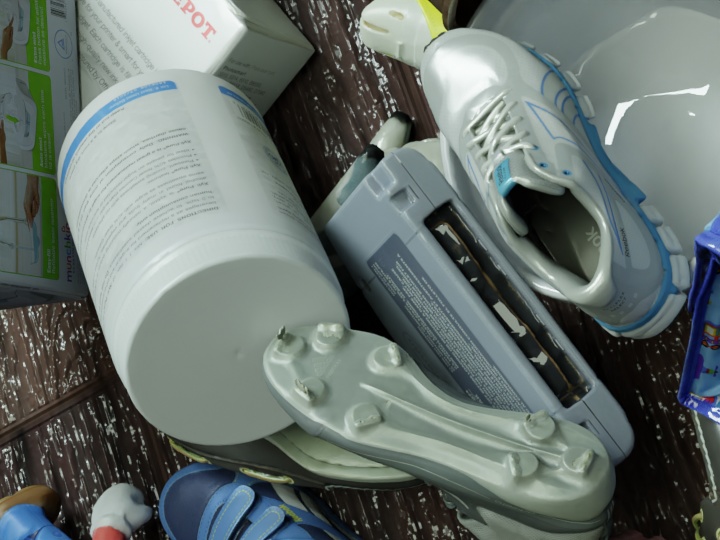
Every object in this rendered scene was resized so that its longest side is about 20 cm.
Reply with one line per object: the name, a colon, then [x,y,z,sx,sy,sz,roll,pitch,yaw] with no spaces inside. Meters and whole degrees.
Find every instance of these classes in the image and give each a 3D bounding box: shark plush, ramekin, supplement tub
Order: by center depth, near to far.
ramekin: [0.152,-0.075,1.310,0.199,0.105,0.202,-5,80,31]
supplement tub: [-0.091,-0.012,1.368,0.132,0.132,0.200,-47,35,17]
shark plush: [0.000,0.000,1.418,0.083,0.091,0.200,38,100,-2]

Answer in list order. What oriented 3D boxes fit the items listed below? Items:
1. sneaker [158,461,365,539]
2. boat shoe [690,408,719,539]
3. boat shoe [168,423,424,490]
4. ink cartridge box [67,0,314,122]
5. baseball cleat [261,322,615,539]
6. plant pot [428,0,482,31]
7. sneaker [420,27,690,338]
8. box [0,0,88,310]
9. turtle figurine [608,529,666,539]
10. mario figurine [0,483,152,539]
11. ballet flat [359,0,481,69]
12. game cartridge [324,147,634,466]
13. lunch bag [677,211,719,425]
sneaker: [-0.049,0.164,1.413,0.199,0.082,0.074,26,98,34]
boat shoe: [0.205,0.147,1.265,0.060,0.072,0.203,-26,73,22]
boat shoe: [-0.036,0.088,1.405,0.200,0.061,0.072,14,62,27]
ink cartridge box: [-0.145,-0.115,1.508,0.200,0.084,0.146,-48,61,17]
baseball cleat: [0.038,0.097,1.269,0.199,0.107,0.070,24,57,23]
plant pot: [0.033,-0.265,1.323,0.198,0.200,0.201,37,103,10]
sneaker: [0.087,-0.054,1.236,0.075,0.086,0.200,-48,61,19]
box: [-0.248,-0.084,1.416,0.096,0.176,0.202,-9,81,32]
turtle figurine: [0.096,0.237,1.251,0.200,0.193,0.144,-45,65,22]
mario figurine: [-0.144,0.212,1.483,0.106,0.124,0.200,-37,48,-24]
ballet flat: [0.021,-0.165,1.421,0.067,0.067,0.201,-21,63,-14]
game cartridge: [0.061,0.034,1.322,0.041,0.133,0.200,-37,87,-16]
lunch bag: [0.225,-0.014,1.173,0.094,0.201,0.151,34,70,30]
